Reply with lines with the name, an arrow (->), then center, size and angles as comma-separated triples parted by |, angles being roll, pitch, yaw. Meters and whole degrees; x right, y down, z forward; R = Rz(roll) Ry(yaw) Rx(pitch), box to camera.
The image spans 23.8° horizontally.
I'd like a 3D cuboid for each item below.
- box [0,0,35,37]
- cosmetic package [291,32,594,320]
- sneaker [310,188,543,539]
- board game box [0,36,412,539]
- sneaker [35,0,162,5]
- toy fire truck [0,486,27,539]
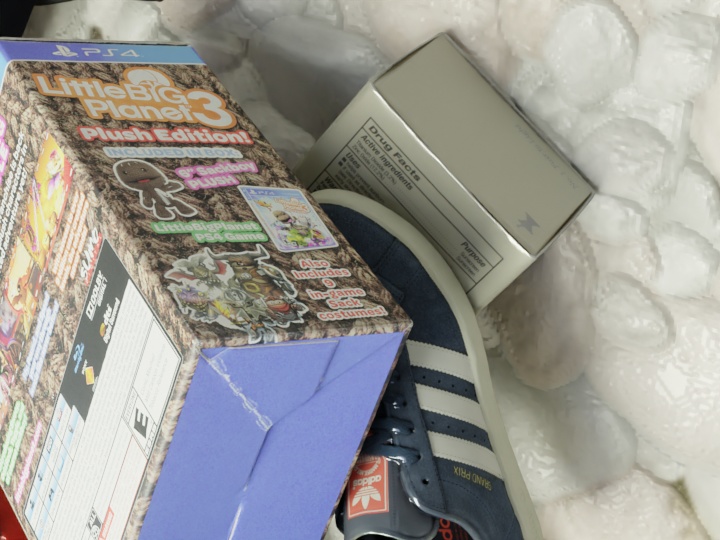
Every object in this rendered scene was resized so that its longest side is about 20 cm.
box -> -0.258, -0.126, 0.777 | 0.182, 0.104, 0.200 | 40, 133, 7
cosmetic package -> 0.000, 0.000, 0.779 | 0.104, 0.073, 0.200 | 47, 129, 2
sneaker -> 0.012, 0.066, 0.706 | 0.075, 0.084, 0.201 | -19, 103, 38
board game box -> -0.090, 0.024, 0.707 | 0.200, 0.096, 0.160 | 52, 132, 39
sneaker -> -0.139, -0.216, 0.766 | 0.105, 0.075, 0.201 | 6, 125, 24
toy fire truck -> -0.252, 0.156, 1.035 | 0.200, 0.049, 0.141 | 51, 131, 1
